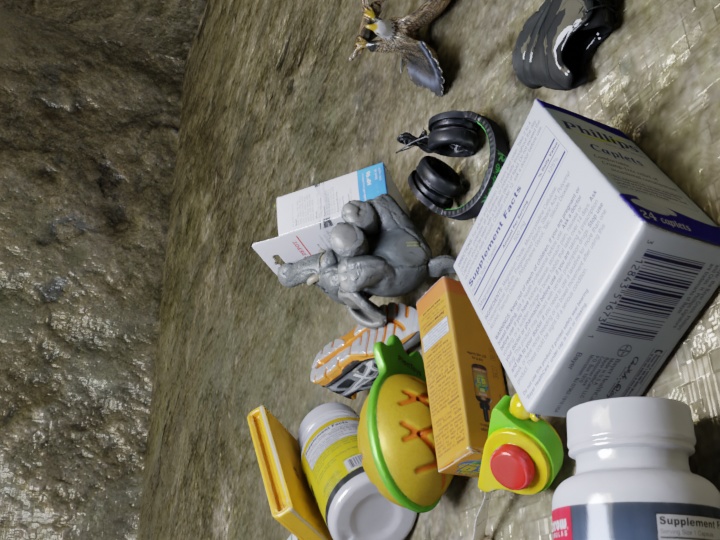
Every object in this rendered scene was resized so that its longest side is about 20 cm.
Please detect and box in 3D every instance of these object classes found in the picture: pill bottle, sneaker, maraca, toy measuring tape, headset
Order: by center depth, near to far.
[{"bbox_3d":[0.193,0.198,0.566,0.119,0.117,0.204,142,135,-57],"label":"pill bottle"},{"bbox_3d":[0.147,0.201,0.765,0.074,0.072,0.204,-120,29,-58],"label":"toy measuring tape"},{"bbox_3d":[0.218,-0.272,0.799,0.091,0.074,0.204,39,123,54],"label":"sneaker"},{"bbox_3d":[0.052,0.168,0.913,0.106,0.137,0.203,-25,45,29],"label":"maraca"},{"bbox_3d":[0.112,-0.135,1.005,0.199,0.093,0.126,35,109,49],"label":"headset"},{"bbox_3d":[-0.012,0.257,1.042,0.200,0.112,0.117,-134,58,-64],"label":"pill bottle"},{"bbox_3d":[0.021,0.110,1.090,0.199,0.077,0.079,-32,29,38],"label":"sneaker"}]

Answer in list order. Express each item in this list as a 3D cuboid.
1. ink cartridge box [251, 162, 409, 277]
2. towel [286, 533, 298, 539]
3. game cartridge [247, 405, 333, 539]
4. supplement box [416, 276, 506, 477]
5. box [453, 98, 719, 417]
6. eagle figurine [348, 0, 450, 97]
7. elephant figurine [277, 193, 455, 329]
[{"bbox_3d":[-0.038,-0.060,1.112,0.196,0.116,0.069,-16,55,14],"label":"ink cartridge box"},{"bbox_3d":[-0.119,0.523,1.302,0.151,0.030,0.202,-98,26,-43],"label":"towel"},{"bbox_3d":[-0.073,0.299,1.086,0.032,0.201,0.177,-30,39,3],"label":"game cartridge"},{"bbox_3d":[0.109,0.112,0.870,0.069,0.065,0.203,-48,37,44],"label":"supplement box"},{"bbox_3d":[0.185,-0.009,0.697,0.202,0.103,0.186,-111,38,-51],"label":"box"},{"bbox_3d":[0.070,-0.330,1.136,0.197,0.151,0.154,12,135,39],"label":"eagle figurine"},{"bbox_3d":[0.000,0.000,1.049,0.157,0.140,0.200,58,151,13],"label":"elephant figurine"}]
